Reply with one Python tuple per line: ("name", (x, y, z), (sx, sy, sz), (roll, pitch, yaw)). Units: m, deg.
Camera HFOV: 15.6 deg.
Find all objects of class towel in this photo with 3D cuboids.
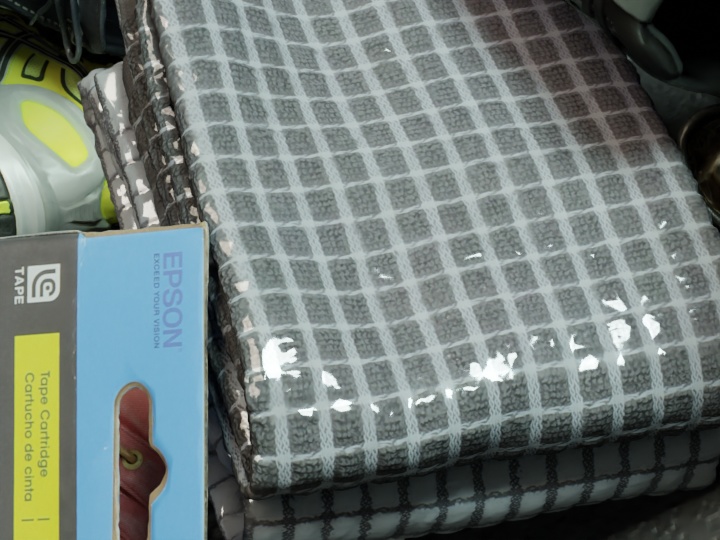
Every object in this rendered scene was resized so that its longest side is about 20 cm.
("towel", (0.015, -0.020, 0.812), (0.164, 0.086, 0.201), (-9, 57, -16))

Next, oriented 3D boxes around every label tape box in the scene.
("label tape box", (-0.124, 0.067, 0.797), (0.198, 0.063, 0.146), (-4, 80, 21))

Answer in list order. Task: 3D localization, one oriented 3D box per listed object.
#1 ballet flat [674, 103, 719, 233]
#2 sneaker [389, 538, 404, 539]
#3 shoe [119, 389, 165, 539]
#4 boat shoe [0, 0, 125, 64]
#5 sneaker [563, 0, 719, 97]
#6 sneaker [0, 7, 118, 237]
("ballet flat", (0.164, 0.001, 0.770), (0.199, 0.068, 0.068), (26, 74, 42))
("sneaker", (0.000, 0.000, 0.878), (0.105, 0.076, 0.201), (-34, 46, 9))
("shoe", (-0.143, 0.047, 0.925), (0.199, 0.072, 0.091), (17, 60, 26))
("boat shoe", (-0.088, -0.113, 0.946), (0.199, 0.062, 0.075), (18, 113, 17))
("sneaker", (0.080, -0.105, 0.781), (0.070, 0.199, 0.100), (-63, -1, 31))
("sneaker", (-0.134, -0.060, 1.027), (0.076, 0.076, 0.200), (-8, 33, -18))
